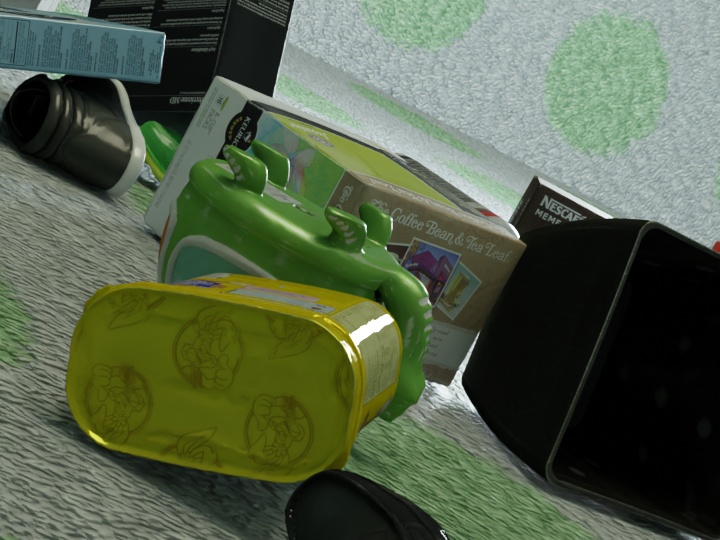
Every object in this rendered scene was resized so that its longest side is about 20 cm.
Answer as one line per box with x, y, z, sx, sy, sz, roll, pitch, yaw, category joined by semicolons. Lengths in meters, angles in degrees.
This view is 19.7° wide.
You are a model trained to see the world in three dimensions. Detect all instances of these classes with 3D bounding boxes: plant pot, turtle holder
0.195;0.067;1.589;0.199;0.201;0.177;22;0;-35;plant pot
-0.043;0.011;1.313;0.185;0.132;0.141;27;8;-15;turtle holder

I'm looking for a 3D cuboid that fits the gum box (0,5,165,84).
-0.283;-0.187;1.657;0.199;0.045;0.170;3;9;-34;gum box

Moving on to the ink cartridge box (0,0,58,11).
-0.337;-0.300;2.062;0.084;0.147;0.200;27;10;-6;ink cartridge box

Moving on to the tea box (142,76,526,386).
-0.020;-0.028;1.590;0.199;0.134;0.197;19;13;-47;tea box

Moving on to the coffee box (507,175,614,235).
0.270;-0.016;2.474;0.199;0.115;0.080;29;9;-5;coffee box

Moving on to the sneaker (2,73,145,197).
-0.242;-0.133;1.673;0.099;0.071;0.200;29;12;-30;sneaker

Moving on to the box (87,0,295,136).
-0.161;-0.195;1.838;0.199;0.142;0.079;5;-13;45;box

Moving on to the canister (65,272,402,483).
-0.059;0.051;1.117;0.148;0.087;0.200;10;5;9;canister

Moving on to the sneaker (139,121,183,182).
-0.102;-0.082;1.789;0.199;0.084;0.074;27;10;-7;sneaker

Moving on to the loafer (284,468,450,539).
0.013;0.147;0.933;0.070;0.068;0.201;34;8;-37;loafer

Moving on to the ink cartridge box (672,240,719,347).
0.307;0.091;1.724;0.057;0.201;0.162;33;10;38;ink cartridge box

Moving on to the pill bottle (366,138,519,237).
0.044;-0.037;1.896;0.114;0.114;0.200;18;14;-49;pill bottle
